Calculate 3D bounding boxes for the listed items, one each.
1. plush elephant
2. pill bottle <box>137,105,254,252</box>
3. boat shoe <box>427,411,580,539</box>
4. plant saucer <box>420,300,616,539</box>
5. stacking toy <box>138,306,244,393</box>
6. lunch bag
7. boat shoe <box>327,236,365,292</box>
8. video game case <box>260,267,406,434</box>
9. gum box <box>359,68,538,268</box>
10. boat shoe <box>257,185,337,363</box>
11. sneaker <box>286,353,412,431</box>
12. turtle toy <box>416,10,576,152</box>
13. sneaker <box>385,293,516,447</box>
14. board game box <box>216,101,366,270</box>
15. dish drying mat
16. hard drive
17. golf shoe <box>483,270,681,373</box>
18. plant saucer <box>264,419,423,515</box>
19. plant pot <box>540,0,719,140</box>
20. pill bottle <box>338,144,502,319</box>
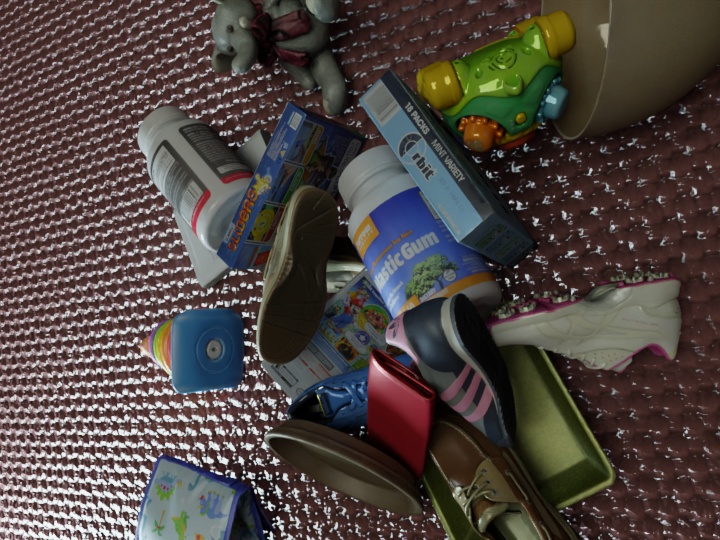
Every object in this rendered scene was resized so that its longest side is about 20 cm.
[{"bbox_3d":[-0.117,-0.299,0.836,0.151,0.166,0.203,-19,56,-10],"label":"plush elephant"},{"bbox_3d":[-0.215,-0.129,0.898,0.200,0.110,0.112,47,111,25],"label":"pill bottle"},{"bbox_3d":[0.135,0.224,0.659,0.200,0.073,0.076,44,110,25],"label":"boat shoe"},{"bbox_3d":[0.144,0.170,0.727,0.198,0.047,0.203,-37,69,26],"label":"plant saucer"},{"bbox_3d":[-0.262,0.110,0.970,0.197,0.114,0.113,-4,86,46],"label":"stacking toy"},{"bbox_3d":[-0.212,0.363,0.902,0.166,0.126,0.206,7,102,32],"label":"lunch bag"},{"bbox_3d":[0.000,0.000,0.820,0.195,0.073,0.066,2,126,21],"label":"boat shoe"},{"bbox_3d":[-0.010,0.107,0.806,0.144,0.018,0.199,46,116,-5],"label":"video game case"},{"bbox_3d":[0.096,-0.092,0.675,0.044,0.199,0.172,-39,70,17],"label":"gum box"},{"bbox_3d":[-0.077,0.004,0.770,0.065,0.070,0.206,-148,70,-66],"label":"boat shoe"},{"bbox_3d":[0.004,0.141,0.745,0.197,0.078,0.068,-22,75,29],"label":"sneaker"},{"bbox_3d":[0.134,-0.175,0.663,0.143,0.200,0.103,-22,105,7],"label":"turtle toy"},{"bbox_3d":[0.092,0.100,0.639,0.080,0.202,0.071,-12,38,25],"label":"sneaker"},{"bbox_3d":[-0.083,-0.093,0.829,0.034,0.134,0.203,37,106,27],"label":"board game box"},{"bbox_3d":[0.039,0.151,0.677,0.076,0.202,0.018,31,60,21],"label":"dish drying mat"},{"bbox_3d":[-0.179,-0.084,0.953,0.198,0.026,0.134,-35,71,27],"label":"hard drive"},{"bbox_3d":[0.214,0.061,0.647,0.194,0.075,0.094,-12,94,8],"label":"golf shoe"},{"bbox_3d":[-0.016,0.222,0.761,0.196,0.201,0.030,9,60,32],"label":"plant saucer"},{"bbox_3d":[0.253,-0.226,0.606,0.130,0.200,0.207,-3,86,1],"label":"plant pot"},{"bbox_3d":[0.053,-0.028,0.707,0.112,0.111,0.203,-40,66,24],"label":"pill bottle"}]
